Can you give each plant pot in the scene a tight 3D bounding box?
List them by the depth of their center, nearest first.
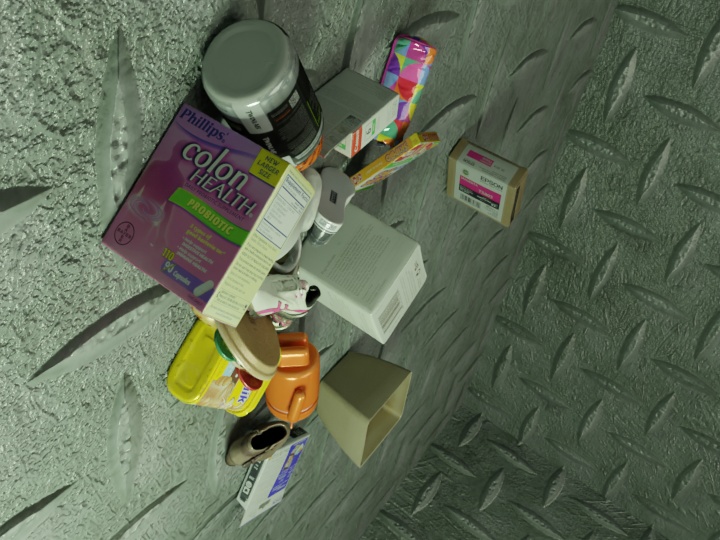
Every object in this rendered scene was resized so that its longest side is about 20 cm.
[{"bbox_3d":[-0.004,0.332,1.854,0.200,0.175,0.203,-42,153,-39],"label":"plant pot"}]

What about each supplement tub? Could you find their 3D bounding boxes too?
[{"bbox_3d":[-0.117,-0.215,0.947,0.124,0.121,0.201,-56,159,-11],"label":"supplement tub"}]

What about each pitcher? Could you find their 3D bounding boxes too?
[{"bbox_3d":[-0.136,-0.059,1.098,0.200,0.118,0.176,-40,137,-60],"label":"pitcher"}]

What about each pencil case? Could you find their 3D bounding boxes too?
[{"bbox_3d":[0.068,-0.321,1.314,0.088,0.087,0.204,-15,130,-62],"label":"pencil case"}]

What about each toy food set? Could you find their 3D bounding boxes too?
[{"bbox_3d":[-0.186,0.083,1.115,0.048,0.202,0.200,-27,175,10],"label":"toy food set"}]

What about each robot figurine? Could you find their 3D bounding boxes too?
[{"bbox_3d":[-0.138,0.220,1.459,0.115,0.142,0.204,-30,138,-36],"label":"robot figurine"}]

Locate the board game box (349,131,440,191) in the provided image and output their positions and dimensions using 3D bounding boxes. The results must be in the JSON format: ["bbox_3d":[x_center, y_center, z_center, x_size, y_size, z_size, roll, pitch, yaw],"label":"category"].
[{"bbox_3d":[0.049,-0.197,1.357,0.197,0.031,0.095,-28,177,31],"label":"board game box"}]

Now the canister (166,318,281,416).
[{"bbox_3d":[-0.227,0.162,1.231,0.151,0.085,0.200,-60,158,-4],"label":"canister"}]

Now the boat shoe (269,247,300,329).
[{"bbox_3d":[-0.140,-0.006,1.249,0.069,0.072,0.206,-103,-160,-69],"label":"boat shoe"}]

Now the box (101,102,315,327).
[{"bbox_3d":[-0.185,-0.067,0.898,0.203,0.174,0.097,-58,160,-4],"label":"box"}]

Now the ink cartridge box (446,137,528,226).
[{"bbox_3d":[0.321,-0.226,1.876,0.076,0.197,0.166,-51,157,-22],"label":"ink cartridge box"}]

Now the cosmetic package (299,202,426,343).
[{"bbox_3d":[0.000,0.000,1.398,0.167,0.197,0.166,-54,159,-14],"label":"cosmetic package"}]

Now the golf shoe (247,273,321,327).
[{"bbox_3d":[-0.130,0.030,1.138,0.091,0.074,0.200,-31,162,10],"label":"golf shoe"}]

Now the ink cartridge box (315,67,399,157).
[{"bbox_3d":[-0.036,-0.233,1.137,0.200,0.107,0.051,-46,156,-34],"label":"ink cartridge box"}]

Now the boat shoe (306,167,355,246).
[{"bbox_3d":[-0.056,-0.109,1.252,0.068,0.071,0.202,-52,-162,30],"label":"boat shoe"}]

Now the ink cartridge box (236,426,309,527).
[{"bbox_3d":[-0.216,0.489,1.742,0.197,0.043,0.204,-3,117,-67],"label":"ink cartridge box"}]

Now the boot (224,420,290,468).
[{"bbox_3d":[-0.191,0.349,1.509,0.198,0.071,0.146,-27,171,-44],"label":"boot"}]
